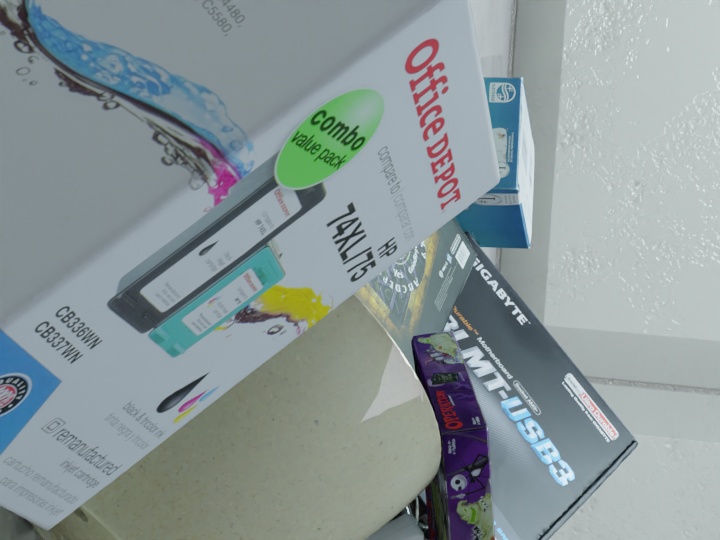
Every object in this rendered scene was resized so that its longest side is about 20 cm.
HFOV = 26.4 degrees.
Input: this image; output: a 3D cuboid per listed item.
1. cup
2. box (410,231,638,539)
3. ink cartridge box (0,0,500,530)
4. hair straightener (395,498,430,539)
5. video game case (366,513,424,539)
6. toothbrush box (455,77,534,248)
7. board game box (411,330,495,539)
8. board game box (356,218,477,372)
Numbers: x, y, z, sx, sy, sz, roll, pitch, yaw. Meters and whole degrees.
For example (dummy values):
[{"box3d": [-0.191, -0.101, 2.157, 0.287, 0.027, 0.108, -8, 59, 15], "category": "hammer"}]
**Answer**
[{"box3d": [-0.083, 0.085, 0.742, 0.143, 0.199, 0.201, -45, 148, -29], "category": "cup"}, {"box3d": [0.071, 0.096, 1.049, 0.198, 0.201, 0.050, -33, 173, -43], "category": "box"}, {"box3d": [-0.079, -0.047, 0.485, 0.146, 0.199, 0.147, 51, -5, 21], "category": "ink cartridge box"}, {"box3d": [0.019, 0.070, 0.935, 0.202, 0.041, 0.077, 71, 17, 7], "category": "hair straightener"}, {"box3d": [-0.055, 0.216, 0.815, 0.018, 0.199, 0.144, 52, -23, 37], "category": "video game case"}, {"box3d": [0.023, -0.076, 1.115, 0.146, 0.198, 0.086, 55, 36, -72], "category": "toothbrush box"}, {"box3d": [0.054, 0.149, 0.835, 0.120, 0.032, 0.202, -93, 177, -69], "category": "board game box"}, {"box3d": [0.000, 0.000, 0.874, 0.136, 0.028, 0.200, 57, 36, -23], "category": "board game box"}]
